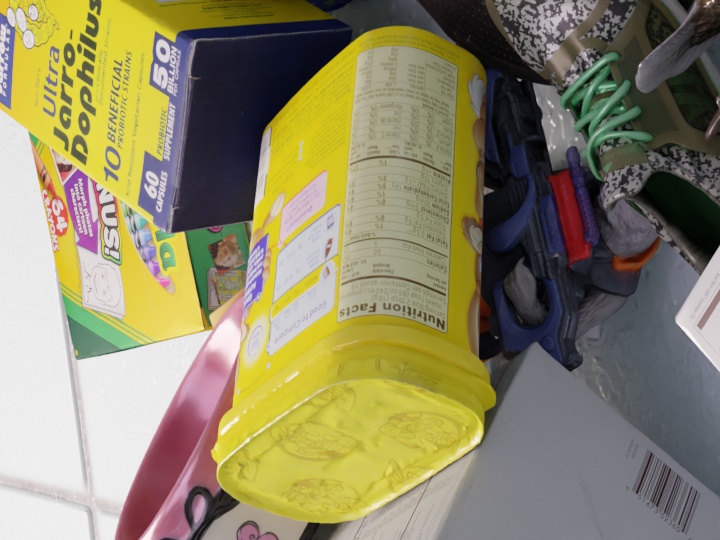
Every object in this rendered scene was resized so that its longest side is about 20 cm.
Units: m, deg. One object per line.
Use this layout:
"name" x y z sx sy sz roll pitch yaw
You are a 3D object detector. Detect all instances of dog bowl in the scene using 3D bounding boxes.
"dog bowl" -0.067 0.101 1.029 0.201 0.073 0.201 -59 12 20

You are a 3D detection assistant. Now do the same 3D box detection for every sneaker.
"sneaker" 0.128 -0.067 0.861 0.200 0.089 0.077 44 132 5

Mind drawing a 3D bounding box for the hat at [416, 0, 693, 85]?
"hat" 0.098 -0.196 0.905 0.199 0.081 0.202 19 130 24

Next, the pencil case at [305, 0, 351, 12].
"pencil case" -0.014 -0.239 1.052 0.087 0.078 0.201 37 127 22

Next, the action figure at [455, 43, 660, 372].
"action figure" 0.084 -0.031 0.987 0.192 0.104 0.202 -20 70 45

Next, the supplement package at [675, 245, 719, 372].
"supplement package" 0.245 -0.027 0.713 0.111 0.155 0.201 52 135 30

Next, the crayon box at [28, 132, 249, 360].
"crayon box" -0.154 -0.050 1.292 0.172 0.058 0.202 -14 88 52

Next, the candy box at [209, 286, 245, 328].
"candy box" -0.013 0.091 1.153 0.116 0.056 0.202 -37 71 48

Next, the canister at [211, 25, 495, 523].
"canister" 0.000 0.000 0.905 0.148 0.086 0.202 -38 39 46

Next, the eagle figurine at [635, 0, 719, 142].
"eagle figurine" 0.181 -0.159 0.765 0.152 0.149 0.202 -114 13 -81

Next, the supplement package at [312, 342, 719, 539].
"supplement package" 0.076 0.180 0.928 0.191 0.148 0.200 40 139 -9

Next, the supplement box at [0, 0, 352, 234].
"supplement box" -0.111 -0.114 1.053 0.199 0.109 0.110 34 123 43
